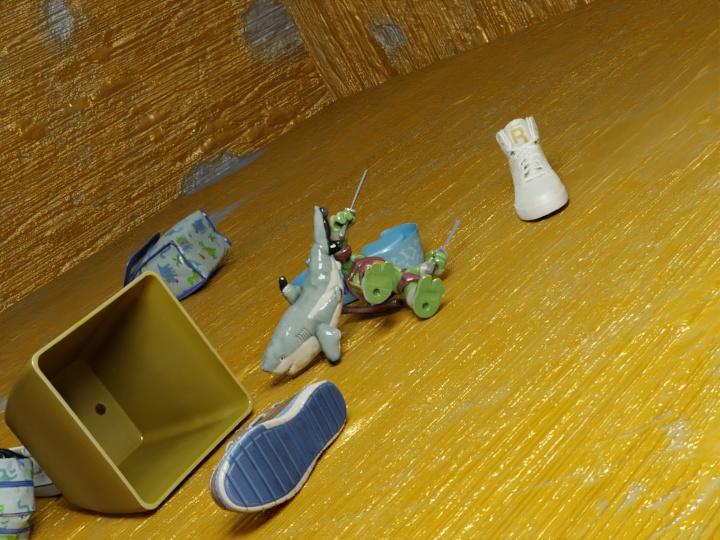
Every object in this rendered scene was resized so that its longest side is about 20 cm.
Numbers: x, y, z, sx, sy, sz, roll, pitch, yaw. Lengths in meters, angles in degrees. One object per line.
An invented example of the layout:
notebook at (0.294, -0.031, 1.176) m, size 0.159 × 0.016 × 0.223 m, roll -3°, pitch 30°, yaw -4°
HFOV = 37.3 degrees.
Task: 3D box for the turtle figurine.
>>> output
turtle figurine at (0.038, -0.028, 1.307) m, size 0.200 × 0.144 × 0.194 m, roll -39°, pitch 22°, yaw -1°

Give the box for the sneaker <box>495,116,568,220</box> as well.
sneaker at (0.222, -0.144, 1.440) m, size 0.073 × 0.116 × 0.200 m, roll -24°, pitch 16°, yaw 8°

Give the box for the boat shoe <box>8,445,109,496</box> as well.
boat shoe at (-0.395, 0.229, 1.340) m, size 0.201 × 0.086 × 0.075 m, roll -17°, pitch 18°, yaw 39°

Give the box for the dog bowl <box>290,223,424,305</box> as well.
dog bowl at (0.000, 0.000, 1.483) m, size 0.199 × 0.050 × 0.112 m, roll -25°, pitch 14°, yaw 15°

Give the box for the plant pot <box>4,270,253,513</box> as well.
plant pot at (-0.282, 0.155, 1.206) m, size 0.176 × 0.200 × 0.200 m, roll -30°, pitch 9°, yaw 41°

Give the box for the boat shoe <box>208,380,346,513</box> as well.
boat shoe at (-0.086, 0.174, 1.012) m, size 0.072 × 0.072 × 0.200 m, roll -24°, pitch 4°, yaw 34°

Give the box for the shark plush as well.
shark plush at (-0.060, 0.028, 1.258) m, size 0.083 × 0.201 × 0.091 m, roll 9°, pitch 15°, yaw -19°

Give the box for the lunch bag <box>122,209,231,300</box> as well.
lunch bag at (-0.374, -0.007, 2.080) m, size 0.200 × 0.128 × 0.170 m, roll -35°, pitch 12°, yaw 27°

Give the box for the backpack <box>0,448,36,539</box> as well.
backpack at (-0.462, 0.259, 1.206) m, size 0.199 × 0.154 × 0.163 m, roll -23°, pitch -22°, yaw 12°

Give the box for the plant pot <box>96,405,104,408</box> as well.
plant pot at (-0.350, 0.140, 1.557) m, size 0.200 × 0.093 × 0.201 m, roll -27°, pitch 13°, yaw 7°
